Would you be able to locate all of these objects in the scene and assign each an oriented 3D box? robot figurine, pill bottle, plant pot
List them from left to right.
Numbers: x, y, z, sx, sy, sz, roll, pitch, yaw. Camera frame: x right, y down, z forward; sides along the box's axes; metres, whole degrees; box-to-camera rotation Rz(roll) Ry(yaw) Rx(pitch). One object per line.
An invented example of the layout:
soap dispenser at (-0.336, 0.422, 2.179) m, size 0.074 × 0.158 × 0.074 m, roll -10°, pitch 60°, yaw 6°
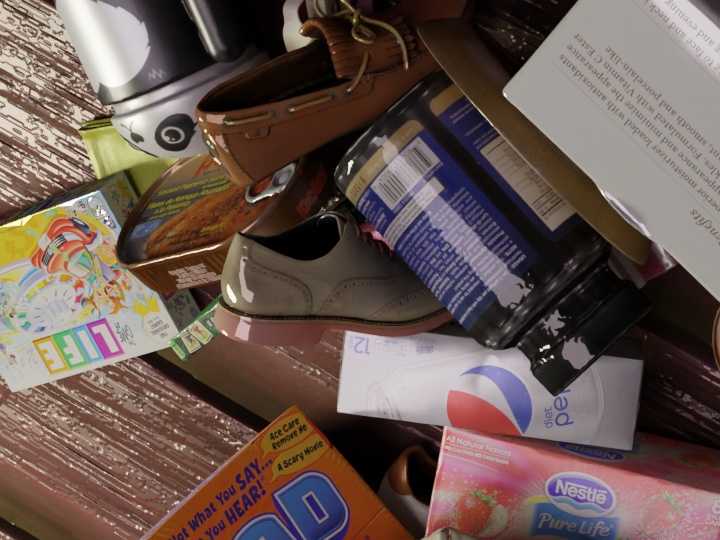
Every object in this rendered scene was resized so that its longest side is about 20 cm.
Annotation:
robot figurine at (-0.141, -0.175, 1.415) m, size 0.124 × 0.150 × 0.201 m, roll -22°, pitch 101°, yaw 9°
pill bottle at (0.086, -0.023, 1.306) m, size 0.200 × 0.112 × 0.112 m, roll 49°, pitch 129°, yaw 7°
plant pot at (0.112, -0.085, 1.257) m, size 0.027 × 0.200 × 0.200 m, roll -43°, pitch 88°, yaw 11°

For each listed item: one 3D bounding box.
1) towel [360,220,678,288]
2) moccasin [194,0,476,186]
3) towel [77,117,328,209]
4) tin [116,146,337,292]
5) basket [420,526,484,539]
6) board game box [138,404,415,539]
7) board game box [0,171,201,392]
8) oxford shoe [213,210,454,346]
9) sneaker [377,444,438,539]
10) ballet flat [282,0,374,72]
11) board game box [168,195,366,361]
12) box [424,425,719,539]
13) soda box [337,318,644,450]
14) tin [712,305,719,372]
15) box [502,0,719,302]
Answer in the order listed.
towel at (0.107, -0.020, 1.415) m, size 0.200 × 0.030 × 0.147 m, roll -35°, pitch 94°, yaw 35°
moccasin at (-0.015, -0.135, 1.336) m, size 0.074 × 0.200 × 0.078 m, roll 57°, pitch 171°, yaw 49°
towel at (-0.117, -0.078, 1.522) m, size 0.199 × 0.018 × 0.087 m, roll -4°, pitch 111°, yaw 32°
tin at (-0.092, -0.043, 1.425) m, size 0.042 × 0.112 × 0.199 m, roll 39°, pitch 151°, yaw -28°
basket at (0.068, 0.292, 1.340) m, size 0.160 × 0.199 × 0.200 m, roll 24°, pitch 158°, yaw -10°
board game box at (-0.081, 0.259, 1.524) m, size 0.200 × 0.200 × 0.200 m, roll 48°, pitch 150°, yaw 1°
board game box at (-0.230, 0.012, 1.617) m, size 0.199 × 0.034 × 0.135 m, roll -17°, pitch 109°, yaw 38°
oxford shoe at (0.000, 0.000, 1.336) m, size 0.071 × 0.199 × 0.074 m, roll 29°, pitch 119°, yaw 46°
sneaker at (0.098, 0.198, 1.501) m, size 0.199 × 0.073 × 0.085 m, roll 30°, pitch 129°, yaw 16°
ballet flat at (-0.029, -0.194, 1.375) m, size 0.069 × 0.071 × 0.201 m, roll 5°, pitch 116°, yaw 35°
board game box at (-0.047, -0.010, 1.461) m, size 0.023 × 0.105 × 0.200 m, roll 49°, pitch 129°, yaw -5°
box at (0.153, 0.160, 1.406) m, size 0.199 × 0.095 × 0.103 m, roll 14°, pitch 104°, yaw 14°
soda box at (0.087, 0.070, 1.383) m, size 0.199 × 0.068 × 0.064 m, roll 7°, pitch 102°, yaw 5°
tin at (0.307, 0.083, 1.341) m, size 0.112 × 0.042 × 0.201 m, roll -27°, pitch 99°, yaw 33°
box at (0.222, -0.107, 1.190) m, size 0.199 × 0.200 × 0.131 m, roll 44°, pitch 127°, yaw 3°
